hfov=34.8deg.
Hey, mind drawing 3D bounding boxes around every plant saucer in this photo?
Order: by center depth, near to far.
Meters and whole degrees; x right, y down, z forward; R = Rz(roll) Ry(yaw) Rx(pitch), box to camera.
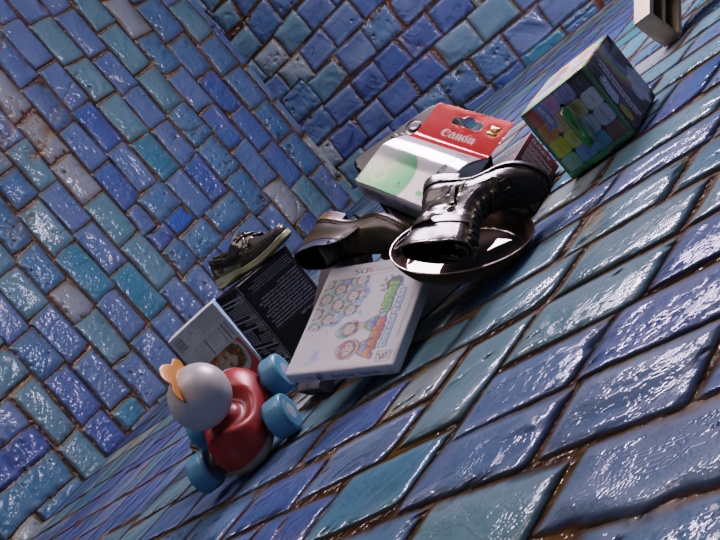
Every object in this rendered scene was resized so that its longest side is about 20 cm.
[{"bbox_3d":[0.136,-0.029,1.530,0.197,0.033,0.201,-11,25,5],"label":"plant saucer"}]

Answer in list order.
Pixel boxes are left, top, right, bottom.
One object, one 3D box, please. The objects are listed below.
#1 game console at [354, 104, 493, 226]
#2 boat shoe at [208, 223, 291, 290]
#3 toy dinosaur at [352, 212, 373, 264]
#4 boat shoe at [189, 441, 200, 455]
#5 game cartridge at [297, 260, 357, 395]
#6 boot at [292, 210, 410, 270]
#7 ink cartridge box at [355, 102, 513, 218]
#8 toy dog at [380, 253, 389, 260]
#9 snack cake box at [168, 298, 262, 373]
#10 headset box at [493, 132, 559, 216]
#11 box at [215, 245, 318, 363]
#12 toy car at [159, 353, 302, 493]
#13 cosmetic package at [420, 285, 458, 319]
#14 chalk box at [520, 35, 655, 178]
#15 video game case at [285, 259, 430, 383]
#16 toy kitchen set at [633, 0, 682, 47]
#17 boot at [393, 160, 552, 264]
[{"bbox_3d":[0.096,-0.160,1.745,0.175,0.031,0.201,-31,44,-2],"label":"game console"},{"bbox_3d":[-0.196,-0.033,1.950,0.200,0.066,0.072,-34,6,43],"label":"boat shoe"},{"bbox_3d":[0.000,0.000,1.812,0.076,0.202,0.102,-30,27,-6],"label":"toy dinosaur"},{"bbox_3d":[-0.219,0.273,1.818,0.199,0.073,0.075,-35,9,47],"label":"boat shoe"},{"bbox_3d":[-0.051,0.089,1.767,0.130,0.038,0.204,148,134,-74],"label":"game cartridge"},{"bbox_3d":[-0.009,-0.032,1.682,0.198,0.075,0.097,5,41,44],"label":"boot"},{"bbox_3d":[0.109,-0.173,1.700,0.160,0.050,0.201,23,72,42],"label":"ink cartridge box"},{"bbox_3d":[0.072,-0.059,1.804,0.132,0.095,0.202,-45,-25,-49],"label":"toy dog"},{"bbox_3d":[-0.252,0.166,2.154,0.115,0.201,0.067,-41,6,0],"label":"snack cake box"},{"bbox_3d":[0.217,-0.118,1.777,0.148,0.077,0.200,-37,9,34],"label":"headset box"},{"bbox_3d":[-0.133,0.082,2.003,0.123,0.199,0.200,-39,6,-18],"label":"box"},{"bbox_3d":[-0.217,0.183,1.667,0.183,0.200,0.178,-35,33,15],"label":"toy car"},{"bbox_3d":[0.079,0.022,1.657,0.200,0.083,0.051,-43,9,-1],"label":"cosmetic package"},{"bbox_3d":[0.322,-0.227,1.644,0.123,0.125,0.200,-36,7,37],"label":"chalk box"},{"bbox_3d":[0.003,0.065,1.573,0.180,0.024,0.202,-9,42,34],"label":"video game case"},{"bbox_3d":[0.601,-0.502,1.987,0.199,0.162,0.183,-35,36,47],"label":"toy kitchen set"},{"bbox_3d":[0.151,-0.066,1.504,0.197,0.070,0.175,-7,31,17],"label":"boot"}]
